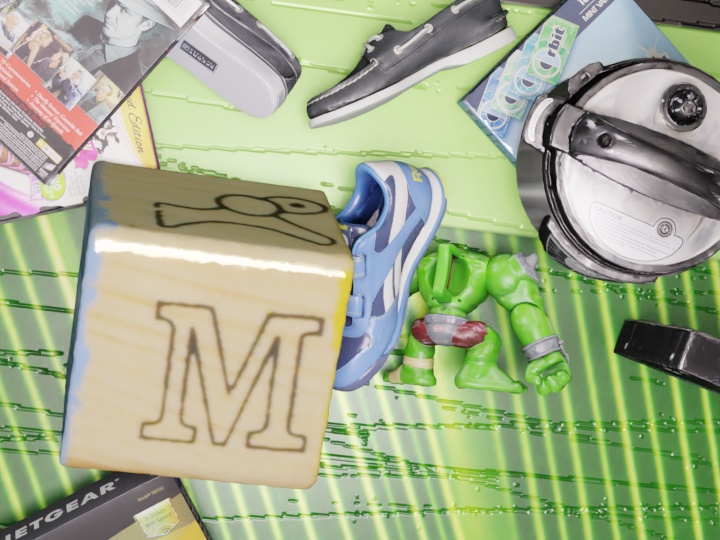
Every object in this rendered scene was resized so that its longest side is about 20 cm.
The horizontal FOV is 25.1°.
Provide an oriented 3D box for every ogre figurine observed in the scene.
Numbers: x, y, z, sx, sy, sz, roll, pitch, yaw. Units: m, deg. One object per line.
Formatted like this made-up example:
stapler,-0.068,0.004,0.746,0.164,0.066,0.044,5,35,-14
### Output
ogre figurine,0.081,0.041,1.373,0.199,0.098,0.121,2,85,39

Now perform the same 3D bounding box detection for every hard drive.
hard drive,0.302,0.083,1.349,0.139,0.200,0.038,22,88,-5

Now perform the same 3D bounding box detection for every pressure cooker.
pressure cooker,0.219,-0.083,1.290,0.175,0.200,0.180,-21,95,-4

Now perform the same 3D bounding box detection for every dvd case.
dvd case,-0.239,-0.190,1.309,0.146,0.022,0.200,42,94,-3

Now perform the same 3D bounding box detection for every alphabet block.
alphabet block,-0.127,0.040,1.284,0.198,0.196,0.198,7,110,-10

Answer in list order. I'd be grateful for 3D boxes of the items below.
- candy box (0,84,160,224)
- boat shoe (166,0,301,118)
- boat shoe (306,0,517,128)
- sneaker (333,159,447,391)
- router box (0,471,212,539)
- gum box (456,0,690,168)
candy box,-0.275,-0.114,1.357,0.199,0.061,0.137,-13,93,-5
boat shoe,-0.134,-0.216,1.366,0.200,0.072,0.068,38,53,-4
boat shoe,0.035,-0.183,1.381,0.199,0.076,0.061,-27,95,-16
sneaker,0.000,0.000,1.339,0.082,0.074,0.201,19,88,-43
router box,-0.217,0.266,1.362,0.199,0.052,0.158,-27,110,-4
gum box,0.212,-0.131,1.410,0.170,0.045,0.200,-44,96,-2
